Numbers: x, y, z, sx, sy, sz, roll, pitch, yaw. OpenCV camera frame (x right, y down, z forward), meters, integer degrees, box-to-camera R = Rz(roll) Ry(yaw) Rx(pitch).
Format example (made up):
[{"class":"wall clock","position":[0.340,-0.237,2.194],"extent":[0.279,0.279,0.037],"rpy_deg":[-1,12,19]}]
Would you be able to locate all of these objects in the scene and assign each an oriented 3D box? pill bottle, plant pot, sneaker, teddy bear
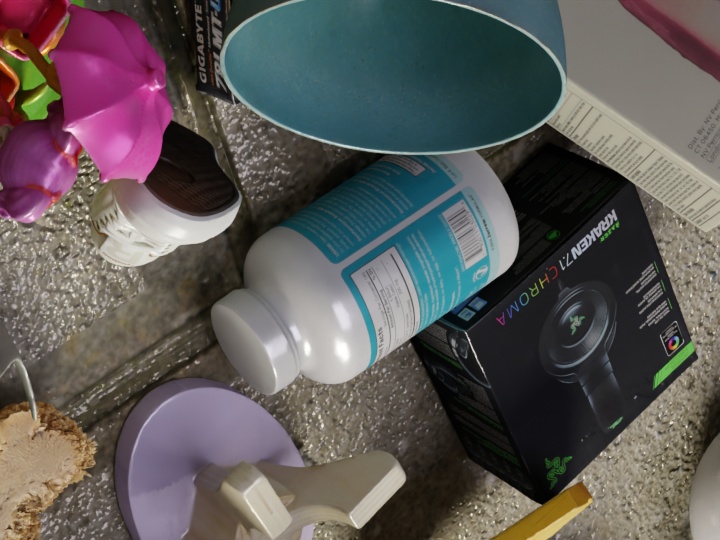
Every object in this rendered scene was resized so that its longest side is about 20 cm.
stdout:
[{"class":"pill bottle","position":[0.000,0.000,1.338],"extent":[0.199,0.111,0.111],"rpy_deg":[-33,127,-24]},{"class":"plant pot","position":[0.024,-0.171,1.185],"extent":[0.199,0.199,0.136],"rpy_deg":[27,61,-43]},{"class":"sneaker","position":[-0.118,-0.030,1.181],"extent":[0.072,0.200,0.085],"rpy_deg":[28,100,-9]},{"class":"teddy bear","position":[-0.249,0.158,1.241],"extent":[0.144,0.067,0.201],"rpy_deg":[17,104,-33]}]

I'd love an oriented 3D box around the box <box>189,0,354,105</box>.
[{"class":"box","position":[-0.018,-0.222,1.269],"extent":[0.199,0.050,0.200],"rpy_deg":[-19,120,-34]}]

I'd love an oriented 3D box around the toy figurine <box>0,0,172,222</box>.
[{"class":"toy figurine","position":[-0.185,-0.087,1.097],"extent":[0.150,0.184,0.201],"rpy_deg":[39,83,-42]}]

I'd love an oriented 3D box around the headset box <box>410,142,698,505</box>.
[{"class":"headset box","position":[0.138,0.044,1.484],"extent":[0.174,0.093,0.201],"rpy_deg":[-41,130,-18]}]

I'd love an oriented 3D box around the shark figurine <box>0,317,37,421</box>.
[{"class":"shark figurine","position":[-0.279,0.015,1.126],"extent":[0.212,0.090,0.129],"rpy_deg":[7,62,-11]}]

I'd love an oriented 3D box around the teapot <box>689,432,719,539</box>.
[{"class":"teapot","position":[0.345,0.207,1.700],"extent":[0.198,0.146,0.199],"rpy_deg":[3,78,-23]}]

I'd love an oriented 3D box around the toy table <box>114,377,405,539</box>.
[{"class":"toy table","position":[-0.069,0.171,1.352],"extent":[0.184,0.117,0.200],"rpy_deg":[-53,133,-8]}]

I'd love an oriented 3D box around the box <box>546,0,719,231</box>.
[{"class":"box","position":[0.192,-0.132,1.363],"extent":[0.199,0.128,0.109],"rpy_deg":[35,83,1]}]

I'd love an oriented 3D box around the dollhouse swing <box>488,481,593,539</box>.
[{"class":"dollhouse swing","position":[0.095,0.271,1.440],"extent":[0.174,0.183,0.200],"rpy_deg":[-15,164,-14]}]
